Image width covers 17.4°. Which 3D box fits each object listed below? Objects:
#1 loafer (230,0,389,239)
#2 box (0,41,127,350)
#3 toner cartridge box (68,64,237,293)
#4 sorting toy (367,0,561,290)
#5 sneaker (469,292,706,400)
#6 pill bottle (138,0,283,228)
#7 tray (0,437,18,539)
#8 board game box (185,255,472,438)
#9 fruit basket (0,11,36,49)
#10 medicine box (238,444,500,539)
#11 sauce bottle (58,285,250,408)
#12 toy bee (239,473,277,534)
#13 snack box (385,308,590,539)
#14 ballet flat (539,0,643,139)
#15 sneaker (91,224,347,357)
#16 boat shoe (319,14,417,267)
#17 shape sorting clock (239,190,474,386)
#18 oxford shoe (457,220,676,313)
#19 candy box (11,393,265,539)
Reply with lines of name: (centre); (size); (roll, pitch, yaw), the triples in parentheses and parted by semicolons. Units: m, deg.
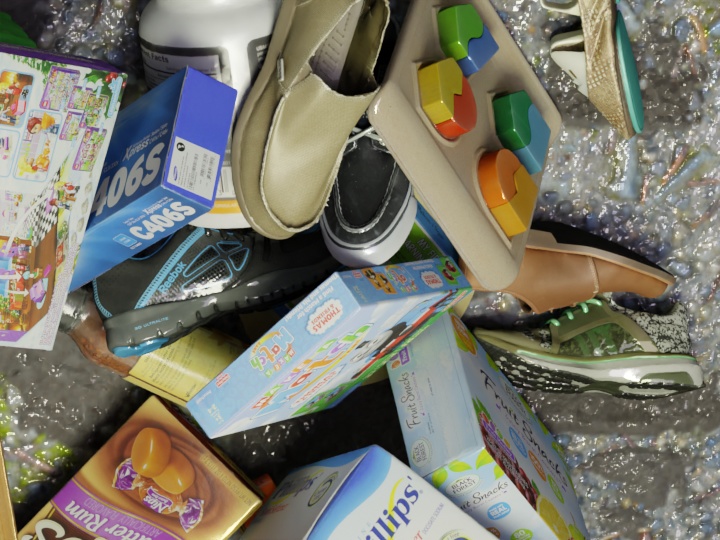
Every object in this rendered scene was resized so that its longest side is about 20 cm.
loafer: (-0.032, -0.115, 1.594); (0.076, 0.067, 0.200); (5, 102, -39)
box: (-0.243, -0.050, 1.547); (0.137, 0.039, 0.200); (7, 105, -41)
toner cartridge box: (-0.161, -0.059, 1.610); (0.043, 0.200, 0.095); (26, 59, -27)
sorting toy: (0.086, -0.113, 1.708); (0.036, 0.200, 0.185); (-17, 122, 32)
sneaker: (0.178, 0.050, 1.868); (0.200, 0.077, 0.089); (7, 73, -17)
pill bottle: (-0.094, -0.139, 1.659); (0.116, 0.116, 0.200); (-13, 113, -15)
tray: (-0.282, 0.130, 1.675); (0.037, 0.099, 0.200); (-7, 99, 2)
board game box: (-0.019, 0.052, 1.680); (0.151, 0.200, 0.037); (-41, 76, 22)
fruit basket: (-0.330, -0.094, 1.569); (0.215, 0.156, 0.216); (-7, 112, -19)
medicine box: (0.027, 0.231, 1.714); (0.200, 0.182, 0.103); (38, 69, -10)
sauce bottle: (-0.159, 0.052, 1.734); (0.200, 0.066, 0.066); (28, 98, -22)
toy bee: (-0.058, 0.258, 1.841); (0.131, 0.109, 0.200); (-4, 86, -10)
snack box: (0.100, 0.149, 1.786); (0.068, 0.169, 0.200); (-28, 127, 12)
ballet flat: (0.171, -0.192, 1.773); (0.065, 0.071, 0.200); (-6, 111, 12)
sneaker: (-0.096, -0.005, 1.689); (0.200, 0.073, 0.082); (-18, 82, -17)
boat shoe: (0.007, -0.097, 1.673); (0.072, 0.200, 0.068); (2, 146, 15)
shape sorting clock: (0.000, 0.000, 1.786); (0.200, 0.039, 0.200); (-10, 123, -15)
oxford shoe: (0.156, 0.002, 1.820); (0.200, 0.071, 0.071); (11, 102, -30)
candy box: (-0.181, 0.202, 1.764); (0.117, 0.056, 0.200); (44, 92, 1)
